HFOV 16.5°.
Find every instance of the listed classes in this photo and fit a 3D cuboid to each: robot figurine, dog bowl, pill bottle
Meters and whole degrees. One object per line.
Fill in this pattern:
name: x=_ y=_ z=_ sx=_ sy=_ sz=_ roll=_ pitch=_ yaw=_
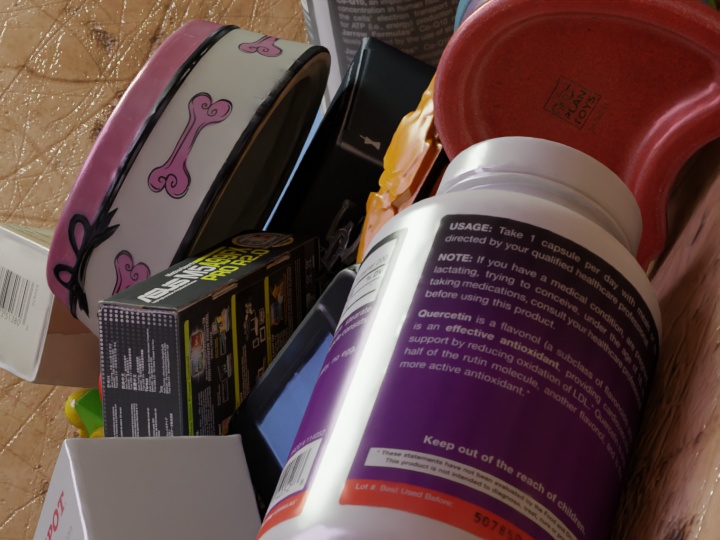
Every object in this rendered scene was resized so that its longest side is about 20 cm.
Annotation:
robot figurine: x=0.042 y=-0.011 z=1.195 sx=0.200 sy=0.058 sz=0.145 roll=-63 pitch=32 yaw=7
dog bowl: x=-0.094 y=-0.045 z=1.316 sx=0.200 sy=0.074 sz=0.200 roll=-61 pitch=-6 yaw=-11
pill bottle: x=0.039 y=0.052 z=0.857 sx=0.112 sy=0.112 sz=0.200 roll=-55 pitch=11 yaw=53
pill bottle: x=0.021 y=-0.169 z=1.416 sx=0.114 sy=0.114 sz=0.200 roll=-74 pitch=-21 yaw=-54

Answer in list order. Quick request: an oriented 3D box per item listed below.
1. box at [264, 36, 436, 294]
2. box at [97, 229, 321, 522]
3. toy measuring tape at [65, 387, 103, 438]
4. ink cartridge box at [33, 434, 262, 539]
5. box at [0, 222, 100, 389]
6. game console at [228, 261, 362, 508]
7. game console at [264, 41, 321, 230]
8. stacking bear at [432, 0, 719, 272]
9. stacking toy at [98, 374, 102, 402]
box: x=0.000 y=0.000 z=1.361 sx=0.200 sy=0.107 sz=0.148 roll=-62 pitch=7 yaw=28
box: x=-0.068 y=0.093 z=1.223 sx=0.160 sy=0.044 sz=0.200 roll=-31 pitch=-58 yaw=-62
toy measuring tape: x=-0.097 y=0.127 z=1.460 sx=0.074 sy=0.200 sz=0.074 roll=-39 pitch=-35 yaw=-35
ink cartridge box: x=-0.085 y=0.189 z=1.039 sx=0.145 sy=0.084 sz=0.200 roll=112 pitch=151 yaw=-43
box: x=-0.126 y=0.028 z=1.487 sx=0.095 sy=0.200 sz=0.078 roll=21 pitch=101 yaw=49
game console: x=-0.026 y=0.121 z=1.060 sx=0.119 sy=0.172 sz=0.200 roll=-25 pitch=-14 yaw=-29
game console: x=0.003 y=-0.072 z=1.564 sx=0.200 sy=0.116 sz=0.176 roll=-66 pitch=7 yaw=-12
stacking bear: x=0.099 y=-0.104 z=1.018 sx=0.121 sy=0.114 sz=0.200 roll=-60 pitch=3 yaw=30
stacking toy: x=-0.107 y=0.136 z=1.377 sx=0.085 sy=0.085 sz=0.200 roll=138 pitch=122 yaw=-72
